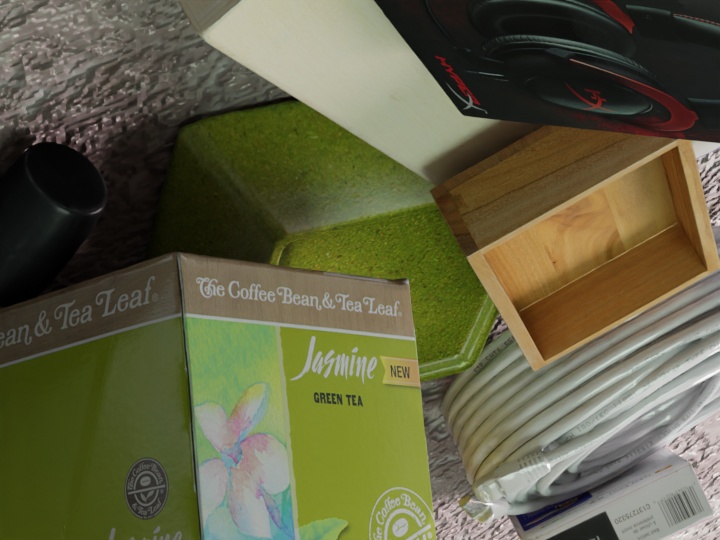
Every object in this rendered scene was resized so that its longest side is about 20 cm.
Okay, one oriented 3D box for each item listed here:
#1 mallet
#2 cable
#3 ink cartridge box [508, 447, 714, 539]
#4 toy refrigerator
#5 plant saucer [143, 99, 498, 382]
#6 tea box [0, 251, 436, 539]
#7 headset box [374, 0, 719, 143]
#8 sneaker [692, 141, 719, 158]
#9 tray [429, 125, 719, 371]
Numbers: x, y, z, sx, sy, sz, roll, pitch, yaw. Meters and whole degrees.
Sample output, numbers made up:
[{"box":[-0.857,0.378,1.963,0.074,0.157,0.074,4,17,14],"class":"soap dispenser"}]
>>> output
[{"box":[-0.194,-0.018,0.903,0.200,0.041,0.066,0,141,-34],"class":"mallet"},{"box":[0.137,0.051,1.220,0.200,0.069,0.200,-34,165,10],"class":"cable"},{"box":[0.131,0.129,1.301,0.095,0.037,0.200,-26,-179,1],"class":"ink cartridge box"},{"box":[0.004,-0.100,0.906,0.070,0.076,0.200,-39,148,15],"class":"toy refrigerator"},{"box":[0.000,0.000,1.078,0.200,0.048,0.200,-13,146,-27],"class":"plant saucer"},{"box":[-0.084,0.110,0.959,0.200,0.197,0.134,-15,165,42],"class":"tea box"},{"box":[0.100,-0.108,0.784,0.149,0.200,0.075,48,58,-51],"class":"headset box"},{"box":[0.219,-0.111,1.068,0.146,0.081,0.200,18,120,-47],"class":"sneaker"},{"box":[0.095,-0.017,1.018,0.099,0.037,0.200,-29,160,3],"class":"tray"}]
